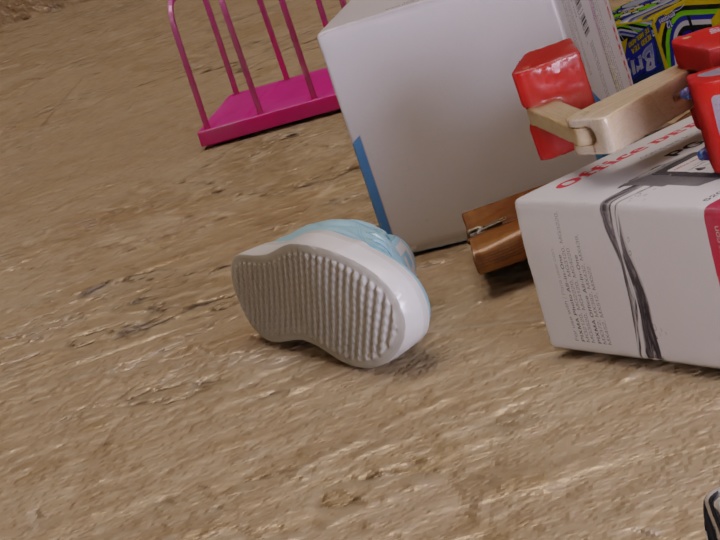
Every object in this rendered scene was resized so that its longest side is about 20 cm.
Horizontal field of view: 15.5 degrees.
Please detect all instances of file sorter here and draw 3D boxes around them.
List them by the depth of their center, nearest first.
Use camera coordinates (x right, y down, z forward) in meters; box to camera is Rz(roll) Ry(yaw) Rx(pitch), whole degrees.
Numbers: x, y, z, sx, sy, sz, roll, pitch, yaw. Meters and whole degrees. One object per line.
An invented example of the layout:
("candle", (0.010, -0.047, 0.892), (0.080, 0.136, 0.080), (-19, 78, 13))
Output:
("file sorter", (-0.042, -0.199, 2.153), (0.200, 0.125, 0.139), (-15, 14, 13))

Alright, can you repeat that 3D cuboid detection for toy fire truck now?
("toy fire truck", (0.147, -0.082, 1.254), (0.141, 0.049, 0.200), (-17, 14, 6))

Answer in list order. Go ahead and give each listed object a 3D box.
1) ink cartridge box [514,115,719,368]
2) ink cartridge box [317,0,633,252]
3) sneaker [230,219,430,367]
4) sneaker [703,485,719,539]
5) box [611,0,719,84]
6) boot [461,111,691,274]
("ink cartridge box", (0.188, -0.019, 1.239), (0.145, 0.083, 0.200), (-25, 15, -27))
("ink cartridge box", (0.080, -0.119, 1.637), (0.146, 0.147, 0.200), (-15, 13, 15))
("sneaker", (0.000, 0.000, 1.426), (0.082, 0.074, 0.200), (-27, 17, -21))
("sneaker", (0.198, 0.094, 0.793), (0.130, 0.080, 0.199), (-21, 14, -18))
("box", (0.240, -0.172, 1.817), (0.070, 0.064, 0.200), (-5, 19, 45))
("boot", (0.152, -0.048, 1.436), (0.200, 0.069, 0.188), (-19, 14, -2))
